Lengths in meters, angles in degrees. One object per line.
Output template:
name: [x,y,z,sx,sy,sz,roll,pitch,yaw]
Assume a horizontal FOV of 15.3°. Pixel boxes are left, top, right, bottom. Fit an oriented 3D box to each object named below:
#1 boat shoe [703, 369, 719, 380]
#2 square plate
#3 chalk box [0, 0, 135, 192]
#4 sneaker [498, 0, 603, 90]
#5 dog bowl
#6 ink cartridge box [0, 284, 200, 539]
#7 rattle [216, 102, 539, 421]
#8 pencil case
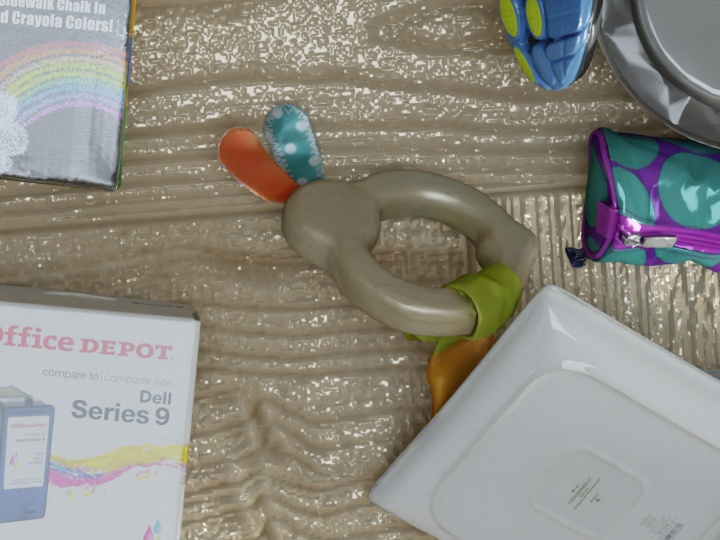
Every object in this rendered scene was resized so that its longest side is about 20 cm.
boat shoe: [0.192,0.098,1.656,0.200,0.070,0.071,-6,96,-7]
square plate: [0.137,0.125,1.618,0.198,0.028,0.200,30,122,-14]
chalk box: [-0.192,-0.153,1.558,0.124,0.124,0.200,5,94,-7]
sneaker: [0.135,-0.201,1.564,0.083,0.071,0.200,-2,106,-43]
dog bowl: [0.236,-0.167,1.626,0.200,0.059,0.200,0,87,1]
ink cartridge box: [-0.176,0.115,1.603,0.145,0.088,0.200,6,93,-7]
rattle: [0.000,0.000,1.643,0.200,0.143,0.130,19,60,6]
pencil case: [0.231,-0.030,1.637,0.200,0.092,0.085,8,129,-9]
